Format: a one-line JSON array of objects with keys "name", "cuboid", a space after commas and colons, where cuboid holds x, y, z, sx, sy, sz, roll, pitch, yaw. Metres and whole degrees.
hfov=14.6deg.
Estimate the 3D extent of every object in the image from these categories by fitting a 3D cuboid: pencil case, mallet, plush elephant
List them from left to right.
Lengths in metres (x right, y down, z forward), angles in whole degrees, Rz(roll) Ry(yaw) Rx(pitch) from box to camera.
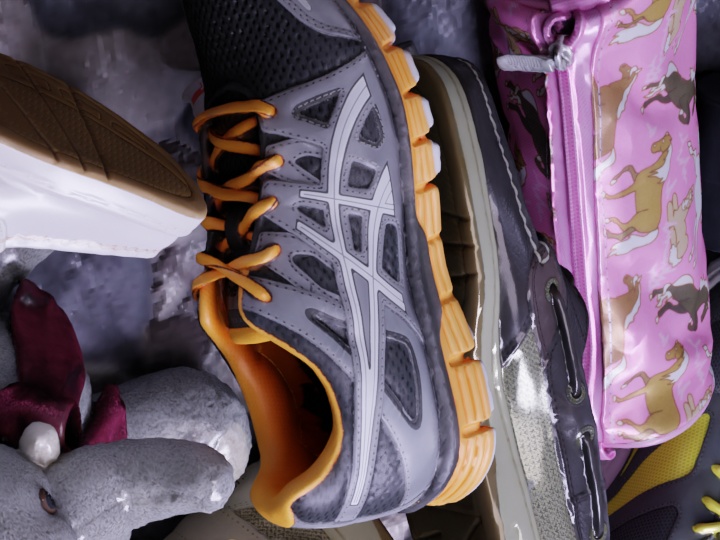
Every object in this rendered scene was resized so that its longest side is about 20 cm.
[{"name": "plush elephant", "cuboid": [-0.113, 0.065, 0.899, 0.199, 0.155, 0.165, -26, 124, -18]}, {"name": "pencil case", "cuboid": [0.086, -0.031, 1.015, 0.086, 0.083, 0.201, -21, 124, -23]}, {"name": "mallet", "cuboid": [0.195, -0.023, 1.014, 0.041, 0.200, 0.066, -21, 117, -38]}]

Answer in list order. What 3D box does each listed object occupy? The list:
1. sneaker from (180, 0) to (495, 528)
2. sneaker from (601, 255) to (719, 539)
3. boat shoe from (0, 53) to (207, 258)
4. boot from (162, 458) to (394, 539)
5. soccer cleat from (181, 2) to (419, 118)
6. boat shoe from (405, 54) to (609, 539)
[{"name": "sneaker", "cuboid": [-0.019, -0.012, 0.889, 0.077, 0.078, 0.201, -22, 95, -34]}, {"name": "sneaker", "cuboid": [0.135, 0.083, 1.098, 0.074, 0.085, 0.200, 27, 98, -38]}, {"name": "boat shoe", "cuboid": [-0.141, -0.031, 0.829, 0.199, 0.071, 0.070, 16, 111, -32]}, {"name": "boot", "cuboid": [-0.030, 0.173, 0.988, 0.155, 0.200, 0.073, -31, 159, -12]}, {"name": "soccer cleat", "cuboid": [0.000, 0.000, 0.995, 0.085, 0.069, 0.201, -24, 121, -7]}, {"name": "boat shoe", "cuboid": [0.043, 0.021, 0.948, 0.066, 0.072, 0.202, -20, 107, -36]}]
